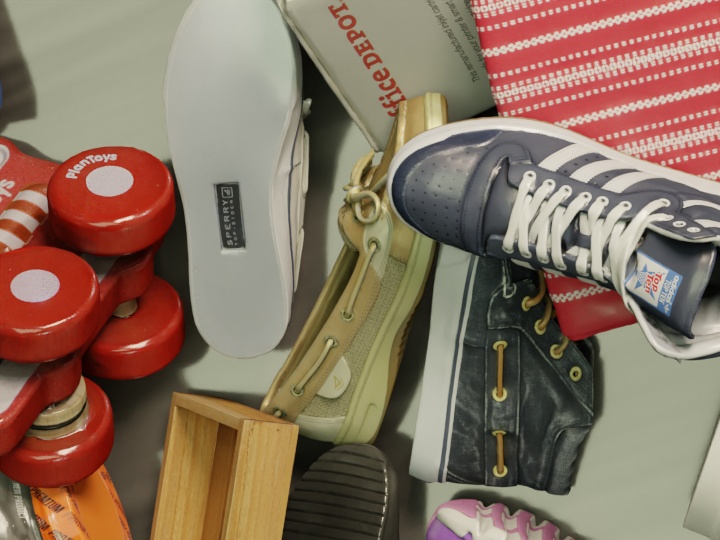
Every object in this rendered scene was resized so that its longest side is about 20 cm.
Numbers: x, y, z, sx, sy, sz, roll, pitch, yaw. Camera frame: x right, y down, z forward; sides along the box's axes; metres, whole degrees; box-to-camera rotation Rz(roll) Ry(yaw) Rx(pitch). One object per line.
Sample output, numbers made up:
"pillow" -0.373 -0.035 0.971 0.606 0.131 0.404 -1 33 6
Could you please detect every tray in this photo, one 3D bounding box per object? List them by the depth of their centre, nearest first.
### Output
"tray" -0.081 0.172 1.356 0.037 0.098 0.202 9 92 -26

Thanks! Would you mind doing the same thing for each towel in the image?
"towel" 0.143 -0.071 1.260 0.144 0.023 0.201 -14 108 9

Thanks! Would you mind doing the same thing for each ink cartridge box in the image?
"ink cartridge box" 0.062 -0.163 1.301 0.199 0.147 0.083 -26 52 7

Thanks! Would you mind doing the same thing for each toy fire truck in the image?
"toy fire truck" -0.190 0.011 1.331 0.167 0.200 0.113 15 135 18

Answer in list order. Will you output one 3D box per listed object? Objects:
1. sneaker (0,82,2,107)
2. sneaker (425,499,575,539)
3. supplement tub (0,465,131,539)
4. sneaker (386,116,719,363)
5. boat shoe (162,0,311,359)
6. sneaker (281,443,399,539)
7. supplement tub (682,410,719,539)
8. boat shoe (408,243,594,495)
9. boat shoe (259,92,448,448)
"sneaker" -0.262 -0.164 1.396 0.077 0.070 0.201 -21 83 10
"sneaker" 0.111 0.197 1.340 0.199 0.080 0.089 34 103 6
"supplement tub" -0.227 0.163 1.366 0.199 0.122 0.123 -22 87 8
"sneaker" 0.108 -0.015 1.212 0.198 0.109 0.071 12 111 -1
"boat shoe" -0.055 -0.062 1.355 0.074 0.086 0.204 -1 107 10
"sneaker" -0.006 0.191 1.358 0.074 0.088 0.202 10 88 39
"supplement tub" 0.273 0.103 1.277 0.199 0.145 0.146 19 93 8
"boat shoe" 0.081 0.023 1.327 0.090 0.071 0.202 8 118 2
"boat shoe" 0.000 -0.001 1.330 0.063 0.073 0.202 13 119 -5
